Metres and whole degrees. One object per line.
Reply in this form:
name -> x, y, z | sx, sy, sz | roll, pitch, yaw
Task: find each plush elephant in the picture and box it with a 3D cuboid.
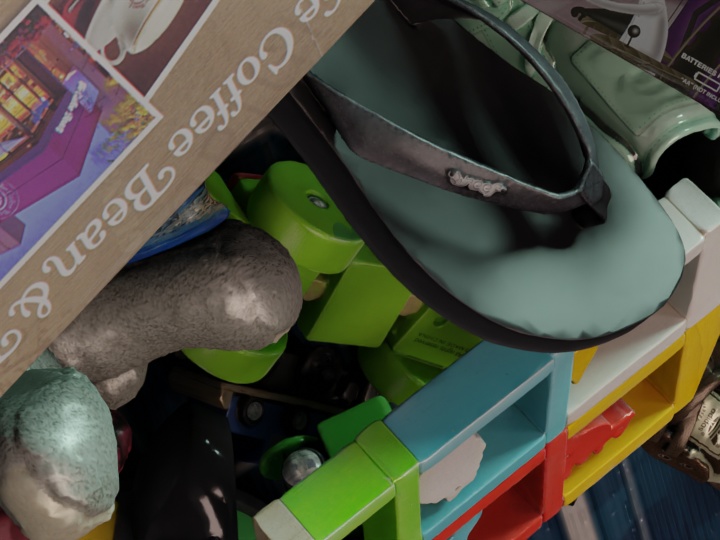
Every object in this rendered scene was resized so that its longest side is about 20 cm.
plush elephant -> -0.110, 0.094, 0.686 | 0.199, 0.165, 0.155 | -12, 105, 17

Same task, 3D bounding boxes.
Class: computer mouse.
computer mouse -> -0.056, 0.131, 0.806 | 0.034, 0.059, 0.201 | -4, 120, -6

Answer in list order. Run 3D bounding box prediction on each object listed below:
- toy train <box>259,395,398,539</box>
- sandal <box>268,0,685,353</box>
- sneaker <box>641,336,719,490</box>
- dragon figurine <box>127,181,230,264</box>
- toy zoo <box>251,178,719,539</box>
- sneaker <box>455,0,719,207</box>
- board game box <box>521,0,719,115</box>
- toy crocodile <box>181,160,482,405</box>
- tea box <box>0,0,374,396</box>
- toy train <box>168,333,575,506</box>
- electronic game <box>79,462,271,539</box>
toy train -> 0.014, 0.101, 0.850 | 0.056, 0.042, 0.200 | -26, 150, 0
sandal -> 0.014, -0.049, 0.658 | 0.200, 0.043, 0.076 | 41, 58, -16
sneaker -> 0.116, 0.034, 0.893 | 0.200, 0.076, 0.071 | 27, 101, -44
dragon figurine -> -0.072, -0.040, 0.678 | 0.199, 0.100, 0.059 | -16, 138, -13
toy zoo -> 0.054, 0.048, 0.755 | 0.200, 0.020, 0.131 | -37, 156, -16
sneaker -> 0.068, -0.095, 0.745 | 0.074, 0.118, 0.201 | -36, 133, -12
board game box -> 0.049, -0.141, 0.668 | 0.120, 0.200, 0.032 | -61, 173, 8
toy crocodile -> 0.000, 0.000, 0.786 | 0.200, 0.062, 0.068 | 14, 126, -35
tea box -> -0.131, -0.077, 0.559 | 0.200, 0.197, 0.134 | -47, 134, -2
toy train -> 0.011, 0.056, 0.855 | 0.200, 0.034, 0.046 | 18, 89, -41
electronic game -> -0.099, 0.155, 0.840 | 0.200, 0.042, 0.201 | -18, 126, -26
